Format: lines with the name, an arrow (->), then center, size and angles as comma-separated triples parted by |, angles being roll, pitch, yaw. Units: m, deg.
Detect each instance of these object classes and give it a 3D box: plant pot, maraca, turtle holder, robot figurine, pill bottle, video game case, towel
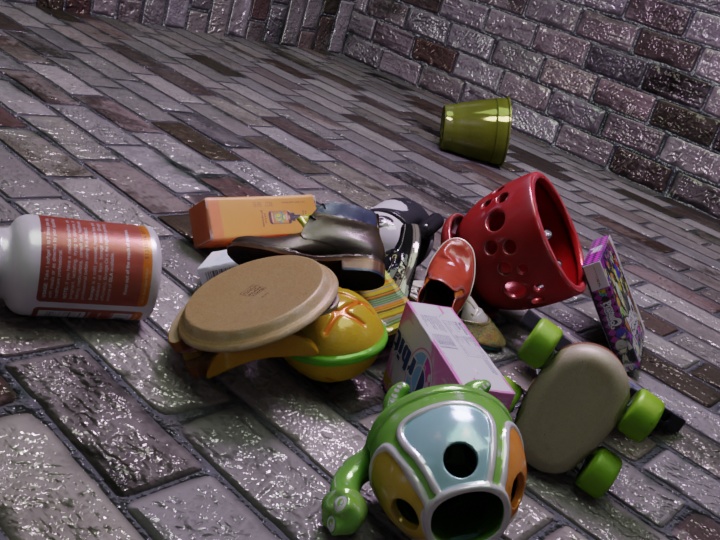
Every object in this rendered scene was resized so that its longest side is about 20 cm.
plant pot -> 0.335, -0.421, 2.422 | 0.190, 0.203, 0.201 | 5, 21, 0
maraca -> -0.045, 0.068, 0.990 | 0.135, 0.108, 0.200 | -6, 21, -22
turtle holder -> 0.065, 0.181, 0.746 | 0.183, 0.142, 0.132 | 13, 22, -14
robot figurine -> 0.048, -0.051, 1.324 | 0.124, 0.151, 0.200 | 33, 26, 10
plant pot -> 0.234, -0.029, 1.279 | 0.181, 0.202, 0.200 | -23, 5, 26
pill bottle -> -0.336, -0.004, 0.923 | 0.198, 0.113, 0.112 | 5, 24, -30
video game case -> 0.339, 0.140, 1.143 | 0.180, 0.026, 0.200 | 29, 9, -42
towel -> 0.001, -0.003, 1.074 | 0.201, 0.018, 0.086 | 52, 33, 16
video game case -> 0.420, 0.049, 1.342 | 0.035, 0.183, 0.200 | -20, 5, 25

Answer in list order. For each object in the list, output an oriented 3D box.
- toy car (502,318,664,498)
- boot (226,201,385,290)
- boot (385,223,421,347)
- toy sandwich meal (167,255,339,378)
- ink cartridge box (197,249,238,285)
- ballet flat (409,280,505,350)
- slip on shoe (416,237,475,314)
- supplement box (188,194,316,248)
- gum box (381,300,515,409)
toy car -> 0.256, 0.151, 0.988 | 0.164, 0.159, 0.200 | 35, 13, 12
boot -> -0.064, -0.038, 1.022 | 0.197, 0.075, 0.098 | 10, 60, -9
boot -> 0.000, 0.000, 1.152 | 0.152, 0.074, 0.205 | 15, 55, 2
toy sandwich meal -> -0.116, 0.054, 0.907 | 0.202, 0.071, 0.206 | -12, 27, 6
ink cartridge box -> -0.125, -0.032, 1.153 | 0.158, 0.048, 0.200 | -12, 20, 11
ballet flat -> 0.129, 0.058, 1.208 | 0.198, 0.071, 0.071 | 20, 21, 4
slip on shoe -> 0.118, 0.026, 1.153 | 0.073, 0.062, 0.201 | 23, 54, 9
supplement box -> -0.161, -0.076, 1.262 | 0.198, 0.067, 0.069 | -6, -9, -36
gum box -> 0.090, 0.129, 0.930 | 0.065, 0.115, 0.200 | 9, 23, -20
